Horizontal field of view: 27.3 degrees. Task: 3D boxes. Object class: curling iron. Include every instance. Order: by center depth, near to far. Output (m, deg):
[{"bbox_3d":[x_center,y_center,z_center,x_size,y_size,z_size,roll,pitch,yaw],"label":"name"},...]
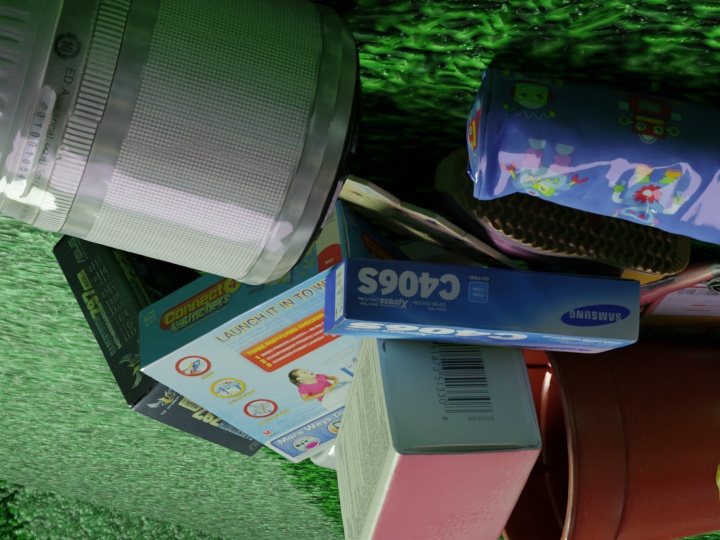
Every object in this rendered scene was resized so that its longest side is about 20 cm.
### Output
[{"bbox_3d":[0.212,0.022,1.092,0.049,0.026,0.199,38,147,-25],"label":"curling iron"}]

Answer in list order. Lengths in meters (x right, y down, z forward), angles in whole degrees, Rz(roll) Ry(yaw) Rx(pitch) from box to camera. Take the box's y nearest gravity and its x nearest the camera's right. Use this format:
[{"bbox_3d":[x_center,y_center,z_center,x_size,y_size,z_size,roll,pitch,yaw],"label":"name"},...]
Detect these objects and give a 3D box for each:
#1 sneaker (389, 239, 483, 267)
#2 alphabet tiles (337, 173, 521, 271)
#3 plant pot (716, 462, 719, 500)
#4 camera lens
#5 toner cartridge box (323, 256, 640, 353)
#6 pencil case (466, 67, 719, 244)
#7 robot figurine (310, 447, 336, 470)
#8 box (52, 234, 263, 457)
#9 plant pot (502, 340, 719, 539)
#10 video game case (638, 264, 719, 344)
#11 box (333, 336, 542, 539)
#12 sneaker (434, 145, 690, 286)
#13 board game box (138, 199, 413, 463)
[{"bbox_3d":[0.000,0.000,1.188,0.199,0.071,0.073,-17,142,12],"label":"sneaker"},{"bbox_3d":[0.011,-0.044,1.019,0.199,0.006,0.166,23,177,44],"label":"alphabet tiles"},{"bbox_3d":[0.346,0.095,0.987,0.198,0.195,0.196,9,134,8],"label":"plant pot"},{"bbox_3d":[-0.109,-0.088,0.809,0.199,0.161,0.160,15,162,-17],"label":"camera lens"},{"bbox_3d":[0.079,0.025,1.005,0.198,0.044,0.095,4,172,-9],"label":"toner cartridge box"},{"bbox_3d":[0.159,-0.064,0.875,0.198,0.078,0.087,11,140,0],"label":"pencil case"},{"bbox_3d":[0.018,0.170,1.621,0.199,0.114,0.170,17,147,-20],"label":"robot figurine"},{"bbox_3d":[-0.164,0.055,1.266,0.051,0.200,0.157,-44,142,11],"label":"box"},{"bbox_3d":[0.224,0.139,1.202,0.194,0.202,0.201,-2,165,-13],"label":"plant pot"},{"bbox_3d":[0.293,0.036,1.187,0.142,0.018,0.200,2,162,-2],"label":"video game case"},{"bbox_3d":[0.052,0.132,1.111,0.108,0.129,0.201,-1,143,-11],"label":"box"},{"bbox_3d":[0.126,-0.025,1.022,0.199,0.075,0.090,18,155,-23],"label":"sneaker"},{"bbox_3d":[-0.034,0.055,1.148,0.199,0.056,0.196,-27,138,24],"label":"board game box"}]
